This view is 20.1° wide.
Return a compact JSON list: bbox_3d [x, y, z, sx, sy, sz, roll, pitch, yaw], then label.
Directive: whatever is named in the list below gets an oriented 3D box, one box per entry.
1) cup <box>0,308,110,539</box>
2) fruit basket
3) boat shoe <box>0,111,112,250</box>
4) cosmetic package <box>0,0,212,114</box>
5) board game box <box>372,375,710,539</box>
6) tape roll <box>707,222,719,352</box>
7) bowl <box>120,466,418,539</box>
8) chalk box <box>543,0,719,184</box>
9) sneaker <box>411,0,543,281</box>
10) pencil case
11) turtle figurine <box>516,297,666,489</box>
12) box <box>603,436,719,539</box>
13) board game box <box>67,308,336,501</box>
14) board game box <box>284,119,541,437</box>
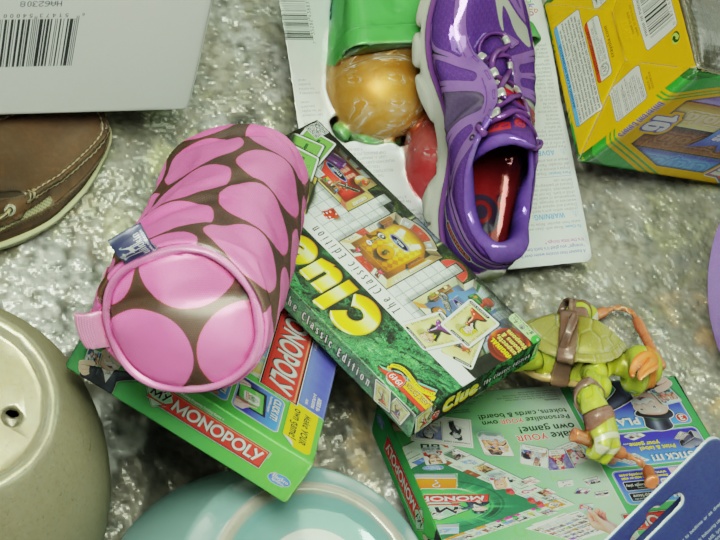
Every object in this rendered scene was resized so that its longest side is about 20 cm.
[{"bbox_3d":[-0.218,0.094,1.067,0.199,0.143,0.201,7,64,-15],"label":"cup"},{"bbox_3d":[0.045,-0.093,1.292,0.185,0.094,0.201,-6,83,-20],"label":"fruit basket"},{"bbox_3d":[-0.221,-0.048,1.173,0.202,0.075,0.075,-39,81,-29],"label":"boat shoe"},{"bbox_3d":[-0.207,-0.202,1.201,0.199,0.123,0.200,-3,51,-19],"label":"cosmetic package"},{"bbox_3d":[0.121,0.123,1.200,0.199,0.029,0.135,-3,41,-19],"label":"board game box"},{"bbox_3d":[0.322,0.011,1.289,0.199,0.066,0.201,0,89,-20],"label":"tape roll"},{"bbox_3d":[-0.038,0.186,1.105,0.200,0.105,0.202,7,64,-14],"label":"bowl"},{"bbox_3d":[0.241,-0.138,1.332,0.199,0.124,0.125,8,60,-34],"label":"chalk box"},{"bbox_3d":[0.083,-0.095,1.213,0.080,0.083,0.201,-1,84,-20],"label":"sneaker"},{"bbox_3d":[-0.082,-0.012,1.054,0.093,0.200,0.091,-15,108,12],"label":"pencil case"},{"bbox_3d":[0.113,0.054,1.205,0.161,0.065,0.200,8,31,-2],"label":"turtle figurine"},{"bbox_3d":[0.196,0.198,1.149,0.121,0.032,0.200,-41,117,-17],"label":"box"},{"bbox_3d":[-0.078,0.037,1.126,0.134,0.029,0.200,32,21,-8],"label":"board game box"},{"bbox_3d":[0.000,0.000,1.170,0.105,0.023,0.200,-31,64,-33],"label":"board game box"}]
